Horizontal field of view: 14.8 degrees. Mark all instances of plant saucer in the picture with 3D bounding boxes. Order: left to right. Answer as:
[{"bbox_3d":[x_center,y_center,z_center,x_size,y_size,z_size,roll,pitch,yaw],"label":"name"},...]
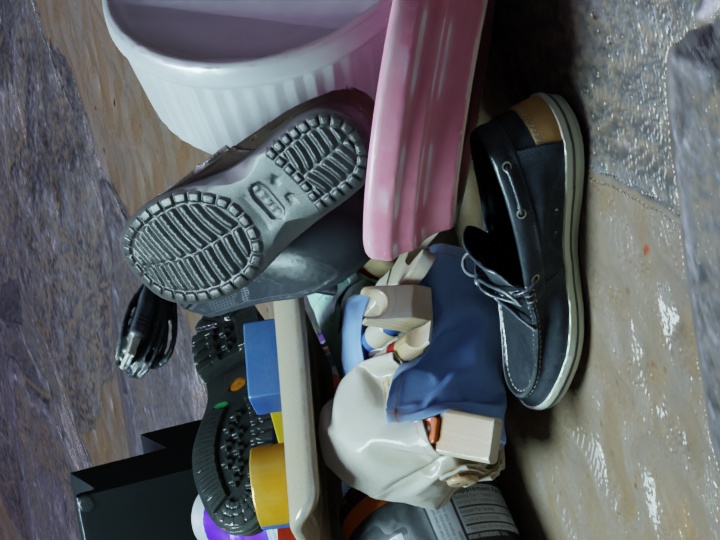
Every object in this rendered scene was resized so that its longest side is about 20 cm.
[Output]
[{"bbox_3d":[0.042,-0.103,1.564,0.201,0.050,0.202,9,-90,-86],"label":"plant saucer"}]

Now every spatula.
[{"bbox_3d":[-0.036,0.025,1.994,0.021,0.056,0.200,64,177,-21],"label":"spatula"}]

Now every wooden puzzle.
[{"bbox_3d":[-0.042,0.112,1.773,0.200,0.046,0.187,77,-173,-61],"label":"wooden puzzle"}]

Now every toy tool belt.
[{"bbox_3d":[0.045,0.037,1.683,0.123,0.124,0.202,-34,53,51],"label":"toy tool belt"}]

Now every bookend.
[{"bbox_3d":[-0.146,0.184,2.193,0.199,0.199,0.093,-167,66,-69],"label":"bookend"}]

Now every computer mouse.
[{"bbox_3d":[-0.070,-0.016,1.706,0.053,0.199,0.139,50,-141,-29],"label":"computer mouse"}]

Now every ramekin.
[{"bbox_3d":[-0.054,-0.153,1.710,0.203,0.201,0.095,-125,16,-48],"label":"ramekin"}]

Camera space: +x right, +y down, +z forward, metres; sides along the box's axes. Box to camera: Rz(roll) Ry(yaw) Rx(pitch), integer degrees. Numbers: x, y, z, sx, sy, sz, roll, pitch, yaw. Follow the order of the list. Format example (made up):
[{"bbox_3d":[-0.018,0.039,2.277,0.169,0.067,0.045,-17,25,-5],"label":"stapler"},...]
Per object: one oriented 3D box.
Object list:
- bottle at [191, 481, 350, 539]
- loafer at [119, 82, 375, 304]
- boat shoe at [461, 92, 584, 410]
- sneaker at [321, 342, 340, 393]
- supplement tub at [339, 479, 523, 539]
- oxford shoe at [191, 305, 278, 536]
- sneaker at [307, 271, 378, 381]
[{"bbox_3d":[-0.035,0.181,1.929,0.199,0.065,0.084,3,128,45],"label":"bottle"},{"bbox_3d":[-0.057,-0.044,1.633,0.199,0.071,0.073,-28,104,32],"label":"loafer"},{"bbox_3d":[0.090,-0.007,1.581,0.075,0.062,0.201,-129,31,-50],"label":"boat shoe"},{"bbox_3d":[-0.017,0.146,1.985,0.201,0.070,0.094,100,157,-44],"label":"sneaker"},{"bbox_3d":[0.052,0.184,1.748,0.107,0.106,0.201,107,145,-56],"label":"supplement tub"},{"bbox_3d":[-0.069,0.112,1.912,0.085,0.072,0.201,54,-156,-37],"label":"oxford shoe"},{"bbox_3d":[0.000,0.000,1.825,0.118,0.073,0.202,-163,52,-77],"label":"sneaker"}]
